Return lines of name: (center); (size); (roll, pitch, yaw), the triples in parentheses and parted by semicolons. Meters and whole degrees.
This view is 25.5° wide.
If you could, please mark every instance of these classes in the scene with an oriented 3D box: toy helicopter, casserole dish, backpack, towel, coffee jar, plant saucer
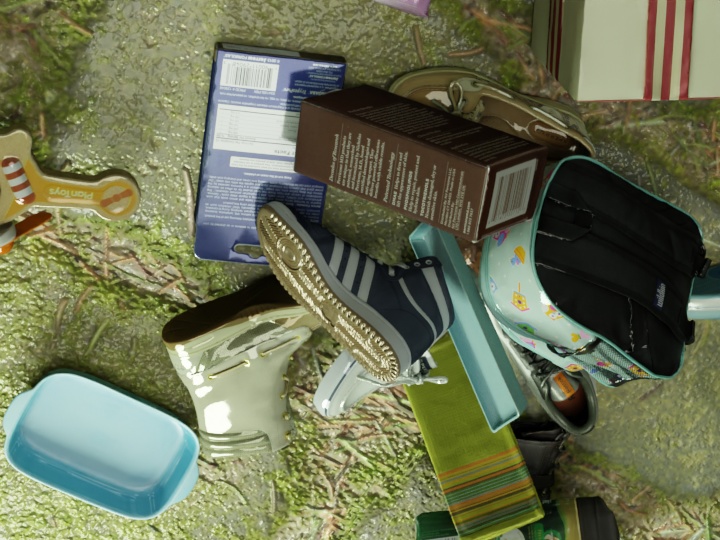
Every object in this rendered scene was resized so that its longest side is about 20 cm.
toy helicopter: (-0.296, -0.065, 1.415); (0.198, 0.079, 0.133); (5, 113, -16)
casserole dish: (-0.250, 0.164, 1.543); (0.199, 0.039, 0.122); (26, 106, -20)
backpack: (0.201, -0.003, 1.460); (0.199, 0.153, 0.177); (31, 66, -33)
towel: (0.104, 0.159, 1.539); (0.085, 0.018, 0.202); (-20, 71, -1)
coffee jar: (0.155, 0.272, 1.560); (0.198, 0.104, 0.086); (-6, 75, 6)
plant saucer: (0.099, 0.046, 1.452); (0.019, 0.070, 0.202); (-18, 77, -21)

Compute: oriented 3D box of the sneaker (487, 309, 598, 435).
sneaker: (0.181, 0.077, 1.558); (0.074, 0.079, 0.201); (-32, 114, 7)

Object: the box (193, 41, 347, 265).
box: (-0.086, -0.103, 1.457); (0.120, 0.032, 0.202); (5, 111, -12)

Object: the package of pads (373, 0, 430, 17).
package of pads: (-0.013, -0.303, 1.358); (0.198, 0.076, 0.121); (16, 109, -16)

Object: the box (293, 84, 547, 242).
box: (0.049, -0.096, 1.377); (0.100, 0.199, 0.076); (-20, 127, -50)

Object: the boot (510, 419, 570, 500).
boot: (0.184, 0.237, 1.633); (0.198, 0.069, 0.176); (9, 112, -11)

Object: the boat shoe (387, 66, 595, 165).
boat shoe: (0.121, -0.137, 1.461); (0.198, 0.063, 0.074); (8, 112, -13)

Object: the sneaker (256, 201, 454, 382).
sneaker: (0.000, 0.000, 1.449); (0.108, 0.200, 0.070); (-34, 164, -32)

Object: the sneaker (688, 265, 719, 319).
sneaker: (0.410, 0.060, 1.590); (0.198, 0.080, 0.132); (-6, 113, -7)

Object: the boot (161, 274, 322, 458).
boot: (-0.077, 0.089, 1.523); (0.198, 0.072, 0.156); (-19, 119, -8)

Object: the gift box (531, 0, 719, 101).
gift box: (0.255, -0.254, 1.363); (0.183, 0.200, 0.189); (-5, 113, -13)

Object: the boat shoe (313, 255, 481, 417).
boat shoe: (0.047, 0.080, 1.517); (0.202, 0.075, 0.086); (-46, 73, 0)
